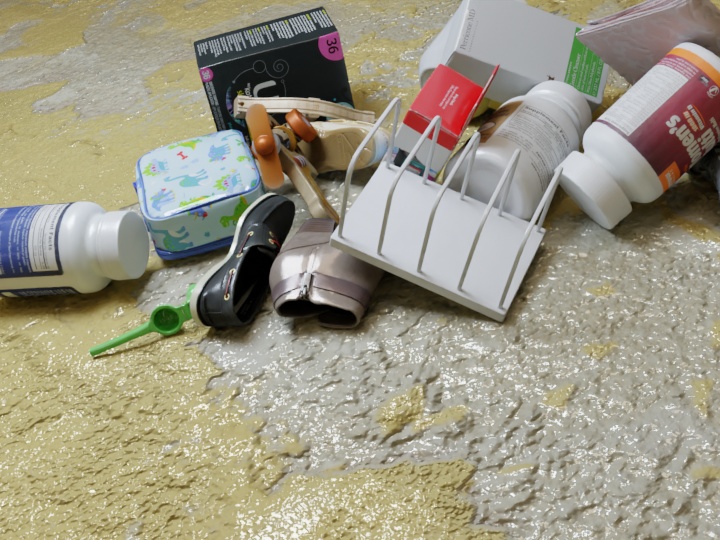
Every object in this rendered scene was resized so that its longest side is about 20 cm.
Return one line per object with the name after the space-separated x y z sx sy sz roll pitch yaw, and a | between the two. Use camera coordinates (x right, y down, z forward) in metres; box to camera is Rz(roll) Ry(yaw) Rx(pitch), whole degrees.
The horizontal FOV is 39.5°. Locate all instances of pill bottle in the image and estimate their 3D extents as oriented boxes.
0.192 -0.140 1.182 0.114 0.114 0.200 13 42 33 | pill bottle
0.317 -0.145 1.102 0.200 0.110 0.110 -43 38 1 | pill bottle
-0.364 -0.026 1.216 0.200 0.111 0.111 -3 36 15 | pill bottle

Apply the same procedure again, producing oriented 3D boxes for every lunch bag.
-0.207 -0.101 1.293 0.161 0.083 0.200 -17 35 -7 | lunch bag

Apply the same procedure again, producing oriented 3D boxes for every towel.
0.378 -0.243 1.162 0.032 0.200 0.191 -63 24 -11 | towel

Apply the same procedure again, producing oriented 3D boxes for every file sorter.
0.092 -0.069 1.041 0.200 0.125 0.139 24 51 10 | file sorter

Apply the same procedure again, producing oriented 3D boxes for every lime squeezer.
-0.212 0.041 1.134 0.200 0.038 0.071 -36 40 -28 | lime squeezer

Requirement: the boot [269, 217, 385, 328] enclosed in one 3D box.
0.000 0.000 1.104 0.200 0.070 0.146 -3 44 12 | boot

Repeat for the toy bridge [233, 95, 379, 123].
-0.069 -0.216 1.368 0.200 0.027 0.067 4 -5 -16 | toy bridge

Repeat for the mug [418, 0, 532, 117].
0.172 -0.286 1.379 0.186 0.150 0.153 15 51 45 | mug

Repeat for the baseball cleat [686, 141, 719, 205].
0.404 -0.109 1.123 0.106 0.070 0.200 -7 28 34 | baseball cleat

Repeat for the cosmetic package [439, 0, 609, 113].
0.210 -0.271 1.285 0.200 0.085 0.108 17 71 -8 | cosmetic package

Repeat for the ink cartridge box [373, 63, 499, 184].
0.079 -0.157 1.170 0.067 0.200 0.116 30 43 0 | ink cartridge box

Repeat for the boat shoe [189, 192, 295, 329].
-0.118 -0.012 1.144 0.063 0.074 0.201 2 44 29 | boat shoe

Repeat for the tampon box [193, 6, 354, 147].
-0.121 -0.268 1.440 0.200 0.150 0.126 -16 33 -4 | tampon box

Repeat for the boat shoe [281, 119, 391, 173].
-0.034 -0.166 1.346 0.069 0.074 0.200 -13 18 -42 | boat shoe

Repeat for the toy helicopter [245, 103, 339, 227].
-0.083 -0.128 1.240 0.079 0.132 0.200 -38 65 11 | toy helicopter
